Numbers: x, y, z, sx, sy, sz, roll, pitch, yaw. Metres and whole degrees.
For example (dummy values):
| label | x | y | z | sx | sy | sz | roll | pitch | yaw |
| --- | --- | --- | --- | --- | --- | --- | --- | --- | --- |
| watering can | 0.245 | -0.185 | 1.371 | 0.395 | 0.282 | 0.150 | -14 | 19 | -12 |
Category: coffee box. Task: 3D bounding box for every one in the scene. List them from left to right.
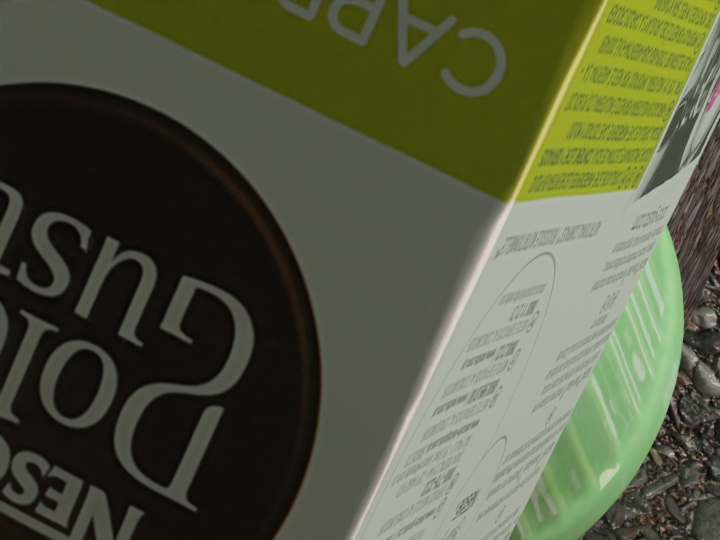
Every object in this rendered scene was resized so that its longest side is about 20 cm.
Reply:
| label | x | y | z | sx | sy | sz | roll | pitch | yaw |
| --- | --- | --- | --- | --- | --- | --- | --- | --- | --- |
| coffee box | -0.043 | -0.054 | 0.436 | 0.198 | 0.199 | 0.200 | -65 | 169 | 10 |

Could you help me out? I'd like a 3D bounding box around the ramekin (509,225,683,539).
| label | x | y | z | sx | sy | sz | roll | pitch | yaw |
| --- | --- | --- | --- | --- | --- | --- | --- | --- | --- |
| ramekin | 0.000 | 0.000 | 0.775 | 0.200 | 0.200 | 0.098 | -60 | 161 | -15 |
